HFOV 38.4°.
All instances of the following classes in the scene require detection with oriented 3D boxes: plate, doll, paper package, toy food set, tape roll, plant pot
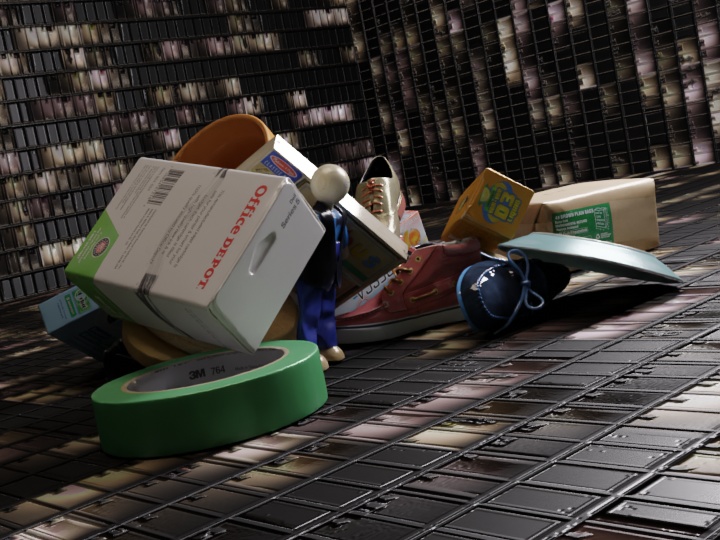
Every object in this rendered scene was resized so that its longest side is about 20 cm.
[{"bbox_3d":[0.247,-0.016,1.111,0.198,0.026,0.200,12,-2,0],"label":"plate"},{"bbox_3d":[-0.038,-0.007,1.041,0.048,0.202,0.136,8,12,21],"label":"doll"},{"bbox_3d":[0.289,-0.062,1.462,0.199,0.104,0.190,-13,6,-25],"label":"paper package"},{"bbox_3d":[-0.149,0.045,1.082,0.196,0.049,0.200,12,28,-18],"label":"toy food set"},{"bbox_3d":[-0.130,0.107,0.898,0.199,0.049,0.200,-12,6,1],"label":"tape roll"},{"bbox_3d":[-0.156,-0.084,1.365,0.199,0.201,0.140,-7,-34,38],"label":"plant pot"}]

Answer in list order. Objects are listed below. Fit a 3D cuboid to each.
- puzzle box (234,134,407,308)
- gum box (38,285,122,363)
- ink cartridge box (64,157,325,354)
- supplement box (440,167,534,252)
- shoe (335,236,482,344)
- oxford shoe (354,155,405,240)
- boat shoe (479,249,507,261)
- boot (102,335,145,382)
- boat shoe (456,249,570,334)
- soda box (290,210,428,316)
[{"bbox_3d":[-0.062,-0.043,1.109,0.133,0.200,0.026,-35,30,31],"label":"puzzle box"},{"bbox_3d":[-0.265,0.039,1.273,0.199,0.045,0.170,-27,-21,1],"label":"gum box"},{"bbox_3d":[-0.154,-0.018,0.964,0.199,0.084,0.146,12,62,37],"label":"ink cartridge box"},{"bbox_3d":[0.146,-0.063,1.221,0.068,0.067,0.200,26,-5,2],"label":"supplement box"},{"bbox_3d":[0.050,0.021,1.164,0.198,0.092,0.071,-12,6,-10],"label":"shoe"},{"bbox_3d":[0.013,-0.068,1.234,0.070,0.075,0.201,-9,31,9],"label":"oxford shoe"},{"bbox_3d":[0.139,0.004,1.265,0.064,0.072,0.200,-14,5,-24],"label":"boat shoe"},{"bbox_3d":[-0.220,0.083,1.153,0.199,0.077,0.167,3,10,43],"label":"boot"},{"bbox_3d":[0.164,0.010,1.085,0.068,0.085,0.200,-19,3,31],"label":"boat shoe"},{"bbox_3d":[0.000,0.000,1.277,0.063,0.069,0.200,6,34,47],"label":"soda box"}]
